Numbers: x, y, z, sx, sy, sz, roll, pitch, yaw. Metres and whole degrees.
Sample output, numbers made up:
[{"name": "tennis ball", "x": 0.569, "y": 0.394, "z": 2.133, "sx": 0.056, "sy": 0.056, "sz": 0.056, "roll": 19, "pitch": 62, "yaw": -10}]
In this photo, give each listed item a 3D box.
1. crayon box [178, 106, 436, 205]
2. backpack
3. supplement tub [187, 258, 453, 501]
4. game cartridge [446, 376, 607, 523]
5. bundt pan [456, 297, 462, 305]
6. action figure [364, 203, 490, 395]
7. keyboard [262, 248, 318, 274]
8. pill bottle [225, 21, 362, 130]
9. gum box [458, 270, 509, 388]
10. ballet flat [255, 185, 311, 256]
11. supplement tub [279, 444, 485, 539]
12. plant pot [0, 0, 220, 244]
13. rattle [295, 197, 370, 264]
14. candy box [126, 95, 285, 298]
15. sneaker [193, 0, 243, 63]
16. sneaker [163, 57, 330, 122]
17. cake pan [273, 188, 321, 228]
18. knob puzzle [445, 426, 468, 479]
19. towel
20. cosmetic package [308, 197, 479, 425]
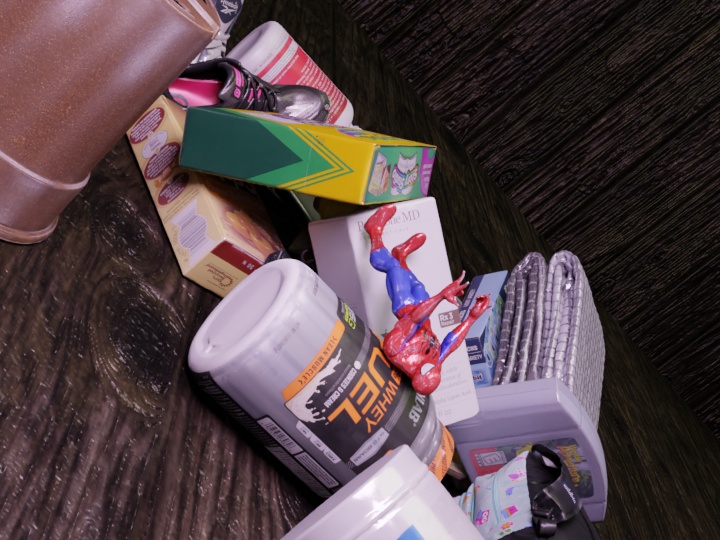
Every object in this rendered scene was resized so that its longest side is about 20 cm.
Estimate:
[{"name": "crayon box", "x": -0.041, "y": -0.104, "z": 1.174, "sx": 0.172, "sy": 0.059, "sz": 0.200, "roll": 12, "pitch": 9, "yaw": 17}, {"name": "backpack", "x": 0.152, "y": 0.249, "z": 1.175, "sx": 0.167, "sy": 0.126, "sz": 0.200, "roll": 60, "pitch": 11, "yaw": -21}, {"name": "supplement tub", "x": -0.026, "y": 0.097, "z": 1.004, "sx": 0.200, "sy": 0.122, "sz": 0.123, "roll": 45, "pitch": 14, "yaw": -22}, {"name": "game cartridge", "x": 0.170, "y": 0.186, "z": 1.275, "sx": 0.041, "sy": 0.133, "sz": 0.200, "roll": -86, "pitch": 158, "yaw": -47}, {"name": "bundt pan", "x": 0.069, "y": 0.063, "z": 1.500, "sx": 0.202, "sy": 0.076, "sz": 0.202, "roll": 47, "pitch": 13, "yaw": -15}, {"name": "action figure", "x": 0.058, "y": 0.012, "z": 1.015, "sx": 0.065, "sy": 0.099, "sz": 0.200, "roll": 40, "pitch": 27, "yaw": -31}, {"name": "keyboard", "x": -0.028, "y": 0.057, "z": 1.174, "sx": 0.200, "sy": 0.021, "sz": 0.127, "roll": 54, "pitch": 41, "yaw": -33}, {"name": "pill bottle", "x": -0.082, "y": -0.206, "z": 1.644, "sx": 0.200, "sy": 0.112, "sz": 0.112, "roll": 46, "pitch": 14, "yaw": -19}, {"name": "gum box", "x": 0.152, "y": 0.126, "z": 1.403, "sx": 0.170, "sy": 0.044, "sz": 0.201, "roll": -54, "pitch": 129, "yaw": -62}, {"name": "ballet flat", "x": -0.113, "y": -0.093, "z": 1.358, "sx": 0.200, "sy": 0.057, "sz": 0.066, "roll": 49, "pitch": 10, "yaw": -12}, {"name": "supplement tub", "x": 0.042, "y": 0.231, "z": 0.855, "sx": 0.200, "sy": 0.132, "sz": 0.132, "roll": 51, "pitch": 13, "yaw": 3}, {"name": "plant pot", "x": -0.216, "y": -0.158, "z": 0.894, "sx": 0.200, "sy": 0.198, "sz": 0.200, "roll": 47, "pitch": 13, "yaw": -14}, {"name": "rattle", "x": 0.000, "y": 0.000, "z": 1.309, "sx": 0.130, "sy": 0.143, "sz": 0.200, "roll": 15, "pitch": -4, "yaw": 8}, {"name": "candy box", "x": -0.136, "y": -0.059, "z": 1.196, "sx": 0.115, "sy": 0.055, "sz": 0.200, "roll": 35, "pitch": 22, "yaw": -48}, {"name": "sneaker", "x": -0.168, "y": -0.261, "z": 1.468, "sx": 0.199, "sy": 0.129, "sz": 0.079, "roll": 56, "pitch": 15, "yaw": 20}, {"name": "sneaker", "x": -0.122, "y": -0.166, "z": 1.297, "sx": 0.199, "sy": 0.084, "sz": 0.077, "roll": 0, "pitch": 73, "yaw": -20}, {"name": "cake pan", "x": -0.061, "y": -0.079, "z": 1.418, "sx": 0.201, "sy": 0.037, "sz": 0.200, "roll": 54, "pitch": -4, "yaw": 6}, {"name": "knob puzzle", "x": 0.036, "y": 0.092, "z": 1.286, "sx": 0.219, "sy": 0.030, "sz": 0.220, "roll": 30, "pitch": 42, "yaw": -32}, {"name": "towel", "x": 0.199, "y": 0.103, "z": 1.360, "sx": 0.166, "sy": 0.085, "sz": 0.200, "roll": 65, "pitch": 29, "yaw": -46}, {"name": "cosmetic package", "x": 0.030, "y": 0.043, "z": 1.156, "sx": 0.101, "sy": 0.074, "sz": 0.201, "roll": -14, "pitch": 94, "yaw": -33}]
